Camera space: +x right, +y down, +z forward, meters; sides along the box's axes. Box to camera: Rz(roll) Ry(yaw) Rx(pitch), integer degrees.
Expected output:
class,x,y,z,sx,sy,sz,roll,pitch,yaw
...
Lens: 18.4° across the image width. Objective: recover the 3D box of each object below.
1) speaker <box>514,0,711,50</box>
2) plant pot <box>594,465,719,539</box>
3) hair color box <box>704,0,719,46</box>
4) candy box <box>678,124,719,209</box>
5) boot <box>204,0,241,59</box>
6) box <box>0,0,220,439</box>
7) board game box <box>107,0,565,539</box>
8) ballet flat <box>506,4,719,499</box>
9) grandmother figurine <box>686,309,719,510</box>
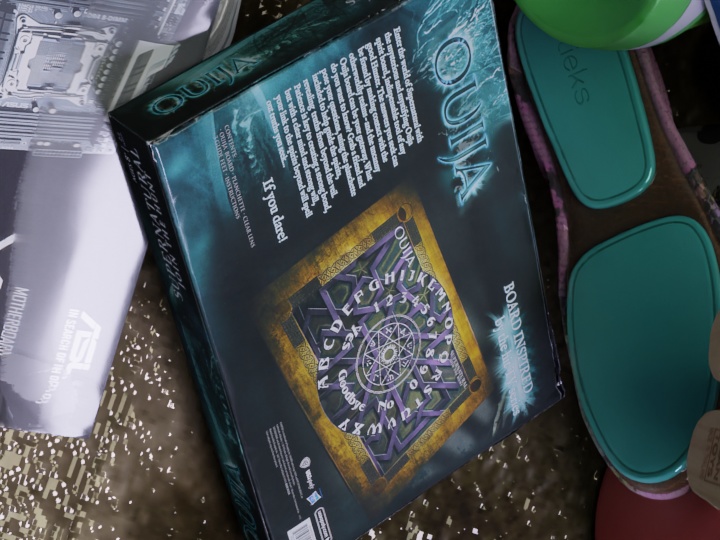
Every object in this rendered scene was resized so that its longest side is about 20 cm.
class,x,y,z,sx,sy,sz,roll,pitch,yaw
speaker,0.136,-0.136,0.799,0.199,0.088,0.089,-23,101,-45
plant pot,0.188,0.106,0.811,0.199,0.177,0.202,0,91,-22
hair color box,0.200,-0.136,0.742,0.200,0.060,0.100,-47,138,-17
candy box,0.238,-0.020,0.850,0.199,0.136,0.061,4,90,-21
boot,-0.060,-0.161,0.745,0.073,0.095,0.201,-2,93,-22
box,-0.138,-0.053,0.704,0.157,0.050,0.201,11,110,-22
board game box,0.000,0.000,0.761,0.135,0.028,0.201,-31,131,-22
ballet flat,0.102,-0.012,0.805,0.069,0.071,0.201,-21,68,20
grandmother figurine,0.201,0.064,0.690,0.199,0.061,0.122,12,96,-20
